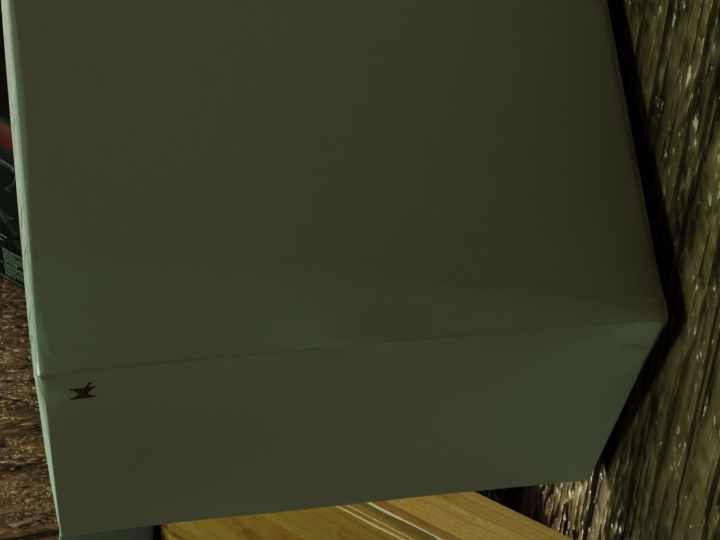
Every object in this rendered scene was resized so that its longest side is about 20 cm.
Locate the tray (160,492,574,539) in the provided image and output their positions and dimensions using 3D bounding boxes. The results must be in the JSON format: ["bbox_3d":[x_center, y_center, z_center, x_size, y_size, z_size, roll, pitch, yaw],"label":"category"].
[{"bbox_3d":[-0.003,0.118,0.966,0.199,0.037,0.099,22,124,39],"label":"tray"}]

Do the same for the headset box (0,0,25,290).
[{"bbox_3d":[-0.140,-0.053,1.231,0.077,0.148,0.200,-57,-11,-26],"label":"headset box"}]

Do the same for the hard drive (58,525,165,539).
[{"bbox_3d":[-0.091,0.121,1.085,0.135,0.042,0.201,15,-101,-73],"label":"hard drive"}]

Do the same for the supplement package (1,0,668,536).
[{"bbox_3d":[-0.018,-0.038,0.814,0.147,0.190,0.201,100,163,-65],"label":"supplement package"}]
